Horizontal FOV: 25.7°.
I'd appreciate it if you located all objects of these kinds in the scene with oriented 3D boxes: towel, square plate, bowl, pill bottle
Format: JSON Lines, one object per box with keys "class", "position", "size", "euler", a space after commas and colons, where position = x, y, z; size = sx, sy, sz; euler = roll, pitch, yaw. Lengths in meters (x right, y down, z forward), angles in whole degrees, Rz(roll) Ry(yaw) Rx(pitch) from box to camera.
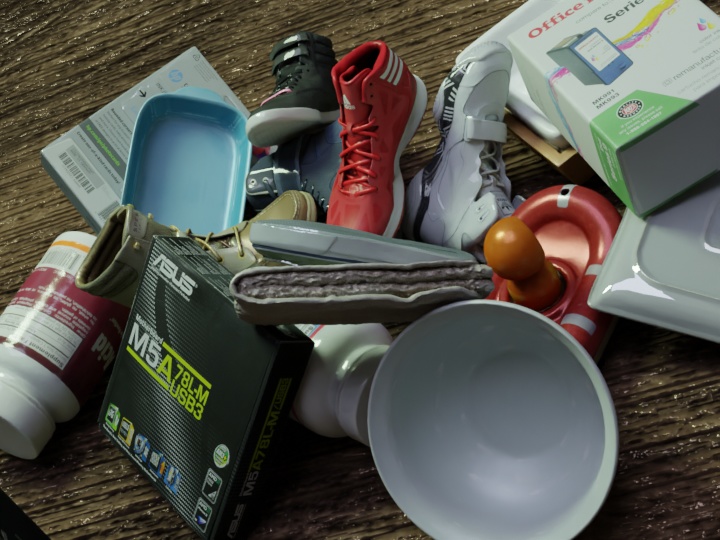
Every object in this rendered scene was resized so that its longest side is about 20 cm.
{"class": "towel", "position": [0.000, 0.021, 1.214], "size": [0.198, 0.133, 0.035], "euler": [-2, 80, -3]}
{"class": "square plate", "position": [0.305, -0.027, 1.268], "size": [0.198, 0.029, 0.199], "euler": [15, 57, 18]}
{"class": "bowl", "position": [0.111, 0.112, 1.210], "size": [0.199, 0.203, 0.090], "euler": [-9, 9, 24]}
{"class": "pill bottle", "position": [-0.038, 0.077, 1.360], "size": [0.199, 0.109, 0.109], "euler": [25, 66, 43]}
{"class": "pill bottle", "position": [-0.296, 0.072, 1.516], "size": [0.113, 0.115, 0.201], "euler": [9, 56, 37]}

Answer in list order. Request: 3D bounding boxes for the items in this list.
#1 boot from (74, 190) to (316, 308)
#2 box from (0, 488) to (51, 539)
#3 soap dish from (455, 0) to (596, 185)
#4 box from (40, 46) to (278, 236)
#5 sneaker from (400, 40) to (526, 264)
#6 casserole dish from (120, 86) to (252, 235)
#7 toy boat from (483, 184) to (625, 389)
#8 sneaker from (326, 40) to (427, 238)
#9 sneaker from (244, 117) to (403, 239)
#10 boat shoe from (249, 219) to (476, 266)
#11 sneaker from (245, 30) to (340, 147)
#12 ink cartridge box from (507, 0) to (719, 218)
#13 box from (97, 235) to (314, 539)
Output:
{"class": "boot", "position": [-0.150, -0.022, 1.447], "size": [0.200, 0.154, 0.072], "euler": [-44, 36, 21]}
{"class": "box", "position": [-0.363, 0.287, 1.323], "size": [0.199, 0.149, 0.125], "euler": [-30, 43, 1]}
{"class": "soap dish", "position": [0.197, -0.176, 1.481], "size": [0.157, 0.081, 0.200], "euler": [-37, 42, -6]}
{"class": "box", "position": [-0.199, -0.111, 1.601], "size": [0.199, 0.041, 0.156], "euler": [-38, 83, -19]}
{"class": "sneaker", "position": [0.114, -0.096, 1.414], "size": [0.115, 0.075, 0.202], "euler": [36, 114, 38]}
{"class": "casserole dish", "position": [-0.173, -0.082, 1.555], "size": [0.120, 0.039, 0.202], "euler": [9, 70, -9]}
{"class": "toy boat", "position": [0.142, 0.006, 1.302], "size": [0.129, 0.131, 0.201], "euler": [7, 54, 35]}
{"class": "sneaker", "position": [-0.007, -0.110, 1.394], "size": [0.078, 0.116, 0.202], "euler": [0, 66, 28]}
{"class": "sneaker", "position": [-0.038, -0.056, 1.513], "size": [0.145, 0.077, 0.204], "euler": [-19, 46, 19]}
{"class": "boat shoe", "position": [0.000, 0.000, 1.342], "size": [0.198, 0.063, 0.072], "euler": [11, 7, 1]}
{"class": "sneaker", "position": [-0.072, -0.183, 1.561], "size": [0.070, 0.100, 0.200], "euler": [-21, 0, 26]}
{"class": "ink cartridge box", "position": [0.234, -0.159, 1.320], "size": [0.144, 0.088, 0.200], "euler": [-31, 41, -1]}
{"class": "box", "position": [-0.139, 0.099, 1.354], "size": [0.200, 0.047, 0.195], "euler": [38, 117, 41]}
